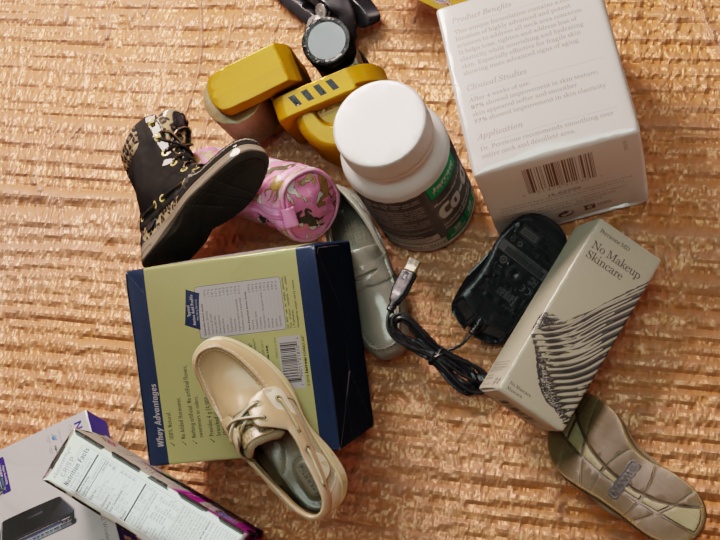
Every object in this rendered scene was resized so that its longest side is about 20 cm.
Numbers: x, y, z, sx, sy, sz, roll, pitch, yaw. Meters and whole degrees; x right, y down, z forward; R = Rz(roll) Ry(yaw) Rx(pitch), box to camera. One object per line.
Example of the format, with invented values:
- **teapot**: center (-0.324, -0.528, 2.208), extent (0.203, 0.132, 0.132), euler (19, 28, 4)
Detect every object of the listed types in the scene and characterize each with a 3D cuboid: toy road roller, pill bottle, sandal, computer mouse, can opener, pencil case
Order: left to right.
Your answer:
- **pencil case**: center (-0.112, -0.086, 1.327), extent (0.200, 0.083, 0.087), euler (15, 71, 45)
- **can opener**: center (-0.067, -0.331, 1.466), extent (0.200, 0.078, 0.064), euler (37, 122, 29)
- **toy road roller**: center (-0.062, -0.177, 1.364), extent (0.199, 0.123, 0.147), euler (-22, 75, 8)
- **pill bottle**: center (0.045, -0.105, 1.252), extent (0.113, 0.200, 0.114), euler (-6, 68, 15)
- **computer mouse**: center (0.113, 0.015, 1.254), extent (0.140, 0.046, 0.200), euler (32, 87, -1)
- **sandal**: center (0.249, 0.193, 1.145), extent (0.080, 0.054, 0.200), euler (-49, 45, 0)

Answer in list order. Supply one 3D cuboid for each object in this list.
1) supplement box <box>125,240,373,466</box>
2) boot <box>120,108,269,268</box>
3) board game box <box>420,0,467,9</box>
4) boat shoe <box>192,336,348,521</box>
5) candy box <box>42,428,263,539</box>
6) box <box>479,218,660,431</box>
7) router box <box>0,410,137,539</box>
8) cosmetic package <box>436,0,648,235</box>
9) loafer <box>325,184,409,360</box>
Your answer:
- **supplement box**: center (-0.109, 0.081, 1.229), extent (0.199, 0.134, 0.201), euler (-7, 91, 15)
- **boot**: center (-0.185, -0.111, 1.297), extent (0.200, 0.073, 0.151), euler (-45, 53, 35)
- **board game box**: center (0.116, -0.349, 1.377), extent (0.200, 0.040, 0.153), euler (31, 50, 25)
- **boat shoe**: center (-0.089, 0.145, 1.123), extent (0.072, 0.065, 0.200), euler (-40, 84, 14)
- **candy box**: center (-0.201, 0.234, 1.203), extent (0.200, 0.136, 0.061), euler (30, 81, 8)
- **box**: center (0.206, 0.054, 1.195), extent (0.082, 0.068, 0.200), euler (32, 79, -5)
- **router box**: center (-0.338, 0.278, 1.308), extent (0.179, 0.049, 0.201), euler (-26, 64, 7)
- **cosmetic package**: center (0.190, -0.170, 1.251), extent (0.167, 0.166, 0.201), euler (-14, 66, 12)
- **loafer**: center (0.000, 0.000, 1.298), extent (0.070, 0.070, 0.201), euler (-24, 64, 7)
